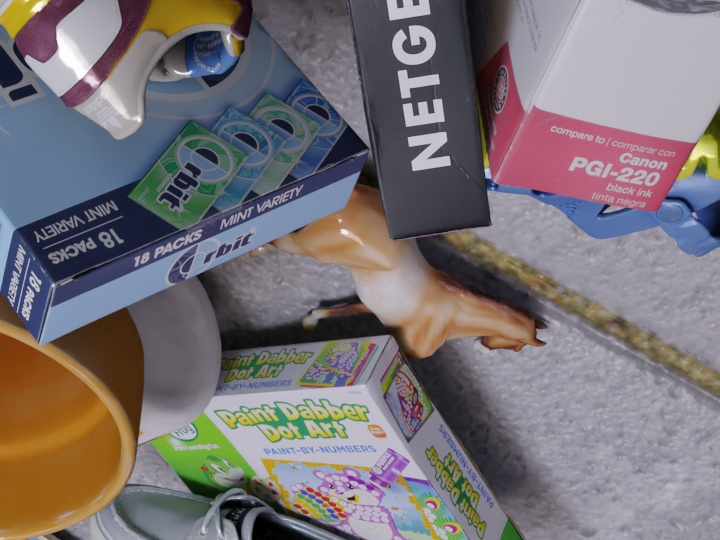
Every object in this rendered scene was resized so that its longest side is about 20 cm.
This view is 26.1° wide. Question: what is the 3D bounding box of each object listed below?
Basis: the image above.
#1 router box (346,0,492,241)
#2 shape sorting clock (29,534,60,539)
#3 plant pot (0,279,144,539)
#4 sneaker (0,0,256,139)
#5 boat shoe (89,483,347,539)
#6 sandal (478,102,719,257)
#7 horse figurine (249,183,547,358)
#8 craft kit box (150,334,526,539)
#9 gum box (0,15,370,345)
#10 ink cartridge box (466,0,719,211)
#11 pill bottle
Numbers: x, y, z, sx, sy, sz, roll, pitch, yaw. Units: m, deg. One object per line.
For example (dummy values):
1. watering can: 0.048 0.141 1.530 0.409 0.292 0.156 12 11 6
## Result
1. router box: 0.016 -0.137 0.674 0.050 0.150 0.202 -9 128 2
2. shape sorting clock: -0.273 0.247 1.142 0.197 0.039 0.202 6 131 7
3. plant pot: -0.196 0.001 0.744 0.197 0.185 0.201 1 142 1
4. sneaker: -0.075 -0.132 0.669 0.090 0.200 0.075 51 138 -12
5. boat shoe: -0.068 0.166 0.944 0.199 0.070 0.072 21 131 5
6. sandal: 0.117 -0.049 0.781 0.197 0.080 0.088 6 134 10
7. horse figurine: 0.000 0.000 0.865 0.131 0.050 0.200 -16 128 33
8. craft kit box: -0.019 0.128 0.949 0.198 0.049 0.199 -8 126 39
9. gum box: -0.121 -0.083 0.684 0.200 0.169 0.045 49 140 20
10. ink cartridge box: 0.117 -0.148 0.644 0.084 0.147 0.201 9 133 -13
11. pill bottle: -0.187 0.062 0.912 0.198 0.117 0.117 -22 122 32
